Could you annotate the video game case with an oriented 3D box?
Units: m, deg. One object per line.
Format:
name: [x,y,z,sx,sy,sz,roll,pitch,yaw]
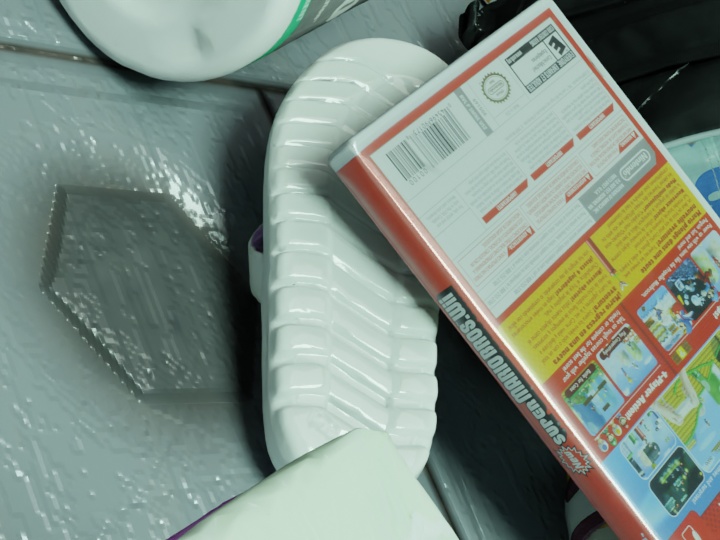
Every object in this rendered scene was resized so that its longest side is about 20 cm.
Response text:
video game case: [0.092,0.005,0.676,0.200,0.017,0.143,52,46,-2]

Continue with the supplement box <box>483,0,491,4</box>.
supplement box: [0.129,-0.244,0.929,0.197,0.200,0.133,51,34,1]

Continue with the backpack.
backpack: [0.162,-0.073,0.807,0.151,0.200,0.178,54,26,-32]

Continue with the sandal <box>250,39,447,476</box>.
sandal: [-0.007,-0.003,0.668,0.082,0.050,0.203,22,53,-15]

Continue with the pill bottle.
pill bottle: [-0.032,-0.154,0.732,0.113,0.113,0.200,50,34,0]

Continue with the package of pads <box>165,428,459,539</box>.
package of pads: [-0.078,0.120,0.373,0.068,0.154,0.200,56,33,4]

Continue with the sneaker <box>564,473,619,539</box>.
sneaker: [0.177,0.112,0.723,0.199,0.075,0.090,8,48,-8]
